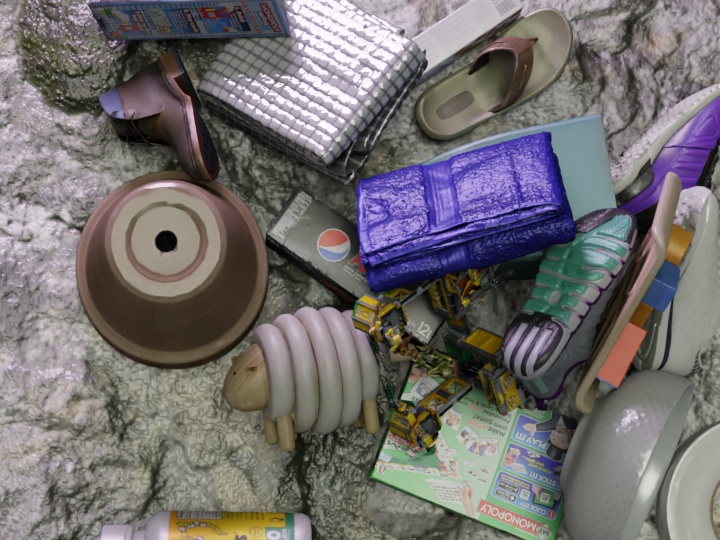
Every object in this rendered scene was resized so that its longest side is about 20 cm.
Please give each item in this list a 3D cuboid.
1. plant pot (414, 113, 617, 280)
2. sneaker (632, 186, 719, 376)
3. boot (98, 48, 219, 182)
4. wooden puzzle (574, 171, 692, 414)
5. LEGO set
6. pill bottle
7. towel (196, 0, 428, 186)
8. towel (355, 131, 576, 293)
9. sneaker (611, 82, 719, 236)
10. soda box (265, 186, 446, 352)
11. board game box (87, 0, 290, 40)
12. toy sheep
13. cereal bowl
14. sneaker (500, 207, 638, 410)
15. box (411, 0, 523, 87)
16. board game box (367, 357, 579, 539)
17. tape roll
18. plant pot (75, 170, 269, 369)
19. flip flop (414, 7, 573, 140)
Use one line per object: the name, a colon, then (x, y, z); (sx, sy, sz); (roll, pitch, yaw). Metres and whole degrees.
plant pot: (0.147, -0.061, 1.395); (0.199, 0.141, 0.142); (-8, 81, 0)
sneaker: (0.338, 0.012, 1.413); (0.080, 0.076, 0.201); (7, 106, -17)
boot: (-0.203, -0.138, 1.375); (0.097, 0.075, 0.200); (-23, 42, 1)
wooden puzzle: (0.271, 0.024, 1.324); (0.046, 0.185, 0.201); (24, 117, 8)
LEGO set: (0.090, 0.083, 1.301); (0.153, 0.116, 0.201); (-29, 122, -30)
pill bottle: (-0.149, 0.288, 1.317); (0.199, 0.113, 0.113); (2, 80, -5)
towel: (-0.045, -0.193, 1.398); (0.200, 0.086, 0.166); (30, 77, 27)
towel: (0.093, -0.062, 1.278); (0.199, 0.050, 0.148); (-14, 44, 7)
sneaker: (0.346, -0.113, 1.458); (0.200, 0.070, 0.100); (-42, 96, -10)
soda box: (0.000, 0.000, 1.400); (0.200, 0.071, 0.063); (36, 80, 2)
board game box: (-0.145, -0.315, 1.407); (0.199, 0.062, 0.201); (15, 65, 23)
toy sheep: (-0.039, 0.101, 1.355); (0.199, 0.138, 0.139); (-10, 81, -21)
cereal bowl: (0.250, 0.185, 1.337); (0.083, 0.200, 0.201); (21, 78, 20)
sneaker: (0.201, 0.034, 1.291); (0.074, 0.088, 0.200); (21, 64, 38)
box: (0.083, -0.238, 1.464); (0.200, 0.039, 0.042); (-36, 84, -10)
board game box: (0.123, 0.186, 1.401); (0.199, 0.029, 0.135); (22, 80, -1)
tape roll: (0.407, 0.250, 1.413); (0.202, 0.037, 0.204); (1, 80, -6)
plant pot: (-0.186, -0.010, 1.333); (0.199, 0.175, 0.201); (1, 82, -5)
flip flop: (0.145, -0.209, 1.455); (0.199, 0.058, 0.081); (-33, 85, -9)
